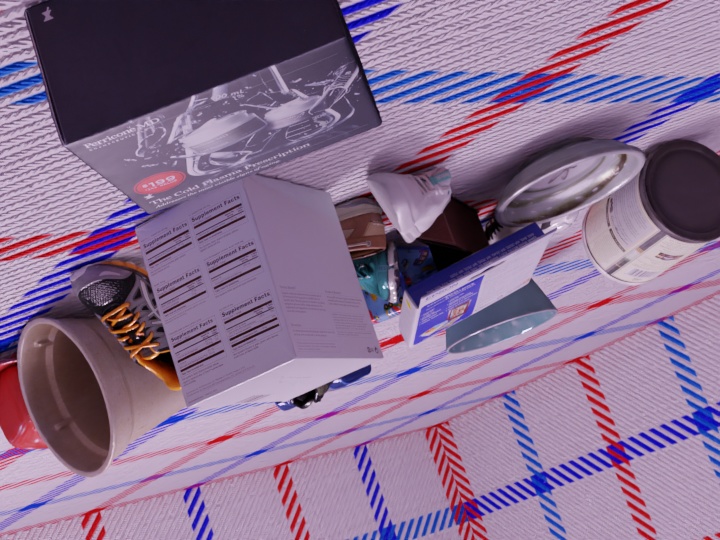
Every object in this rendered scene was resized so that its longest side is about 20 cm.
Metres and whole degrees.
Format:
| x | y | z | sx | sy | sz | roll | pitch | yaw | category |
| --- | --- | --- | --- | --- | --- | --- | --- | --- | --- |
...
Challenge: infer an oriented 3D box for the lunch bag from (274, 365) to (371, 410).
| x | y | z | sx | sy | sz | roll | pitch | yaw | category |
| --- | --- | --- | --- | --- | --- | --- | --- | --- | --- |
| -0.066 | 0.116 | 1.859 | 0.132 | 0.137 | 0.200 | -24 | 178 | 15 | lunch bag |

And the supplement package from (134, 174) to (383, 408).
| x | y | z | sx | sy | sz | roll | pitch | yaw | category |
| --- | --- | --- | --- | --- | --- | --- | --- | --- | --- |
| -0.105 | 0.026 | 1.340 | 0.146 | 0.201 | 0.191 | -25 | 165 | 25 | supplement package |

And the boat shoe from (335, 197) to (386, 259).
| x | y | z | sx | sy | sz | roll | pitch | yaw | category |
| --- | --- | --- | --- | --- | --- | --- | --- | --- | --- |
| -0.060 | -0.019 | 1.502 | 0.199 | 0.072 | 0.076 | -23 | 166 | 17 | boat shoe |

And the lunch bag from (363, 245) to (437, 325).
| x | y | z | sx | sy | sz | roll | pitch | yaw | category |
| --- | --- | --- | --- | --- | --- | --- | --- | --- | --- |
| 0.051 | 0.014 | 1.792 | 0.150 | 0.095 | 0.200 | -23 | 177 | 35 | lunch bag |

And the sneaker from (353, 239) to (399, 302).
| x | y | z | sx | sy | sz | roll | pitch | yaw | category |
| --- | --- | --- | --- | --- | --- | --- | --- | --- | --- |
| 0.000 | 0.000 | 1.577 | 0.079 | 0.078 | 0.200 | -3 | -175 | -17 | sneaker |

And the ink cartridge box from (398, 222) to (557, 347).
| x | y | z | sx | sy | sz | roll | pitch | yaw | category |
| --- | --- | --- | --- | --- | --- | --- | --- | --- | --- |
| 0.144 | 0.010 | 1.620 | 0.197 | 0.047 | 0.200 | -26 | 161 | -12 | ink cartridge box |

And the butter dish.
| x | y | z | sx | sy | sz | roll | pitch | yaw | category |
| --- | --- | --- | --- | --- | --- | --- | --- | --- | --- |
| -0.396 | 0.183 | 1.674 | 0.199 | 0.149 | 0.199 | -11 | 165 | -32 | butter dish |

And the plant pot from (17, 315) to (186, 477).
| x | y | z | sx | sy | sz | roll | pitch | yaw | category |
| --- | --- | --- | --- | --- | --- | --- | --- | --- | --- |
| -0.290 | 0.127 | 1.558 | 0.183 | 0.201 | 0.200 | -22 | 172 | -42 | plant pot |

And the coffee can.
| x | y | z | sx | sy | sz | roll | pitch | yaw | category |
| --- | --- | --- | --- | --- | --- | --- | --- | --- | --- |
| 0.419 | -0.078 | 1.784 | 0.145 | 0.147 | 0.200 | -14 | 166 | -20 | coffee can |

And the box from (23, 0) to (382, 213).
| x | y | z | sx | sy | sz | roll | pitch | yaw | category |
| --- | --- | --- | --- | --- | --- | --- | --- | --- | --- |
| -0.103 | -0.140 | 0.892 | 0.199 | 0.105 | 0.182 | -21 | 165 | 4 | box |

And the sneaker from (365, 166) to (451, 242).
| x | y | z | sx | sy | sz | roll | pitch | yaw | category |
| --- | --- | --- | --- | --- | --- | --- | --- | --- | --- |
| 0.064 | -0.090 | 1.437 | 0.088 | 0.076 | 0.200 | -33 | 172 | 4 | sneaker |

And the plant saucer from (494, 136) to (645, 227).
| x | y | z | sx | sy | sz | roll | pitch | yaw | category |
| --- | --- | --- | --- | --- | --- | --- | --- | --- | --- |
| 0.254 | -0.120 | 1.578 | 0.199 | 0.051 | 0.200 | -19 | 163 | -6 | plant saucer |

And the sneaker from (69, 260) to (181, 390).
| x | y | z | sx | sy | sz | roll | pitch | yaw | category |
| --- | --- | --- | --- | --- | --- | --- | --- | --- | --- |
| -0.247 | 0.061 | 1.423 | 0.078 | 0.078 | 0.200 | -29 | 131 | 23 | sneaker |

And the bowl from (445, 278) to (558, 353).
| x | y | z | sx | sy | sz | roll | pitch | yaw | category |
| --- | --- | --- | --- | --- | --- | --- | --- | --- | --- |
| 0.223 | 0.058 | 2.138 | 0.200 | 0.106 | 0.201 | -19 | 167 | -4 | bowl |

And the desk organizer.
| x | y | z | sx | sy | sz | roll | pitch | yaw | category |
| --- | --- | --- | --- | --- | --- | --- | --- | --- | --- |
| 0.109 | -0.044 | 1.631 | 0.071 | 0.077 | 0.200 | -23 | 166 | 17 | desk organizer |

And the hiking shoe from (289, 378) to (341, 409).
| x | y | z | sx | sy | sz | roll | pitch | yaw | category |
| --- | --- | --- | --- | --- | --- | --- | --- | --- | --- |
| -0.065 | 0.131 | 1.675 | 0.101 | 0.076 | 0.200 | -56 | 165 | 0 | hiking shoe |

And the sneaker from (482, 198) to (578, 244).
| x | y | z | sx | sy | sz | roll | pitch | yaw | category |
| --- | --- | --- | --- | --- | --- | --- | --- | --- | --- |
| 0.204 | -0.064 | 1.738 | 0.080 | 0.074 | 0.200 | 12 | 145 | -38 | sneaker |
